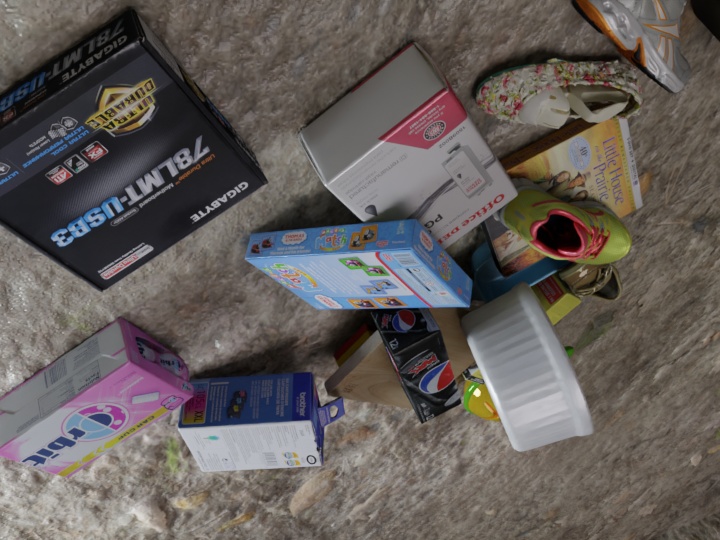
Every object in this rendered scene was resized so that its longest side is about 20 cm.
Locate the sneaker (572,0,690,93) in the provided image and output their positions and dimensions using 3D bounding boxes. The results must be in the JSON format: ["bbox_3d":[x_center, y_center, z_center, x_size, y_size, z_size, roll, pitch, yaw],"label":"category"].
[{"bbox_3d":[0.302,-0.252,0.747,0.199,0.076,0.092,18,120,-46],"label":"sneaker"}]

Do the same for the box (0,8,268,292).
[{"bbox_3d":[-0.211,-0.089,0.636,0.199,0.050,0.199,-31,143,5],"label":"box"}]

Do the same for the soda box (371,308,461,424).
[{"bbox_3d":[0.073,0.113,0.922,0.063,0.071,0.200,-27,143,-3],"label":"soda box"}]

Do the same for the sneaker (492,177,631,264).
[{"bbox_3d":[0.245,-0.039,0.858,0.199,0.090,0.078,13,116,-27],"label":"sneaker"}]

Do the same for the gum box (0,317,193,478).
[{"bbox_3d":[-0.301,0.146,0.844,0.199,0.066,0.114,-33,143,7],"label":"gum box"}]

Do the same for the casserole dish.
[{"bbox_3d":[0.228,-0.029,0.995,0.199,0.039,0.121,-30,144,4],"label":"casserole dish"}]

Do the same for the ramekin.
[{"bbox_3d":[0.200,0.123,0.917,0.097,0.201,0.201,-24,144,5],"label":"ramekin"}]

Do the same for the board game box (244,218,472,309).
[{"bbox_3d":[0.000,0.000,0.796,0.199,0.037,0.151,-4,155,30],"label":"board game box"}]

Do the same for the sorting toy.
[{"bbox_3d":[0.072,0.097,1.020,0.199,0.070,0.199,19,123,-44],"label":"sorting toy"}]

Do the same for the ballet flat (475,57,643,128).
[{"bbox_3d":[0.218,-0.183,0.778,0.199,0.064,0.076,-12,151,-20],"label":"ballet flat"}]

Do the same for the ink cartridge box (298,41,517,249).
[{"bbox_3d":[0.056,-0.107,0.753,0.146,0.083,0.200,-37,143,12],"label":"ink cartridge box"}]

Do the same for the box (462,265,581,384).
[{"bbox_3d":[0.223,0.078,1.090,0.200,0.075,0.050,-44,141,22],"label":"box"}]

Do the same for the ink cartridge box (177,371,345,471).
[{"bbox_3d":[-0.120,0.199,0.965,0.199,0.077,0.137,-2,143,2],"label":"ink cartridge box"}]

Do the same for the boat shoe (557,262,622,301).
[{"bbox_3d":[0.332,0.011,1.043,0.073,0.063,0.200,-37,162,16],"label":"boat shoe"}]

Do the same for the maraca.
[{"bbox_3d":[0.257,0.177,1.201,0.199,0.107,0.138,-20,143,-10],"label":"maraca"}]

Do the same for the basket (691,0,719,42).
[{"bbox_3d":[0.438,-0.245,0.731,0.135,0.201,0.181,-23,143,-5],"label":"basket"}]

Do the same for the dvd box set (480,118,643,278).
[{"bbox_3d":[0.238,-0.093,0.896,0.199,0.029,0.147,-27,125,-1],"label":"dvd box set"}]
